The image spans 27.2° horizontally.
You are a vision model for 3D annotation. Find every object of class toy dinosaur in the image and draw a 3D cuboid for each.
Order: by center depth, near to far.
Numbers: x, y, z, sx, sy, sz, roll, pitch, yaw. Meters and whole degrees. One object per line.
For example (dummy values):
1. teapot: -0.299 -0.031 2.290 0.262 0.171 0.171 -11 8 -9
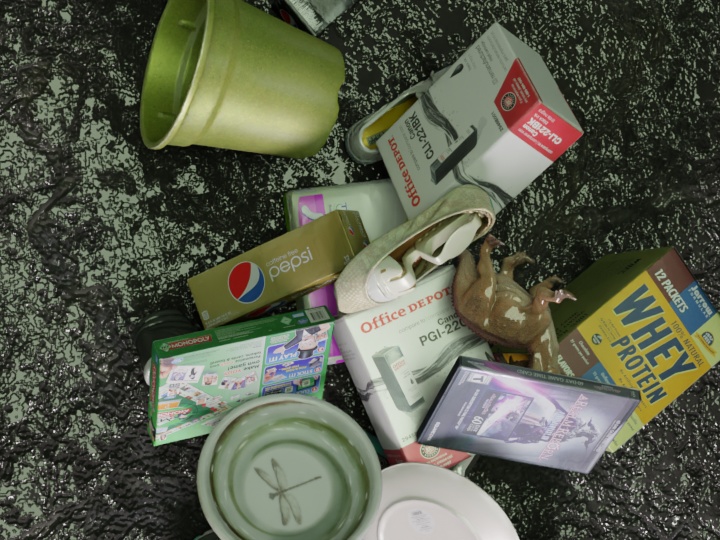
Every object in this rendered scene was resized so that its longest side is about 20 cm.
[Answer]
1. toy dinosaur: 0.148 0.050 1.559 0.199 0.086 0.136 38 100 22

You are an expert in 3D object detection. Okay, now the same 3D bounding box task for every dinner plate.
1. dinner plate: 0.081 0.296 1.594 0.201 0.199 0.024 55 38 -6

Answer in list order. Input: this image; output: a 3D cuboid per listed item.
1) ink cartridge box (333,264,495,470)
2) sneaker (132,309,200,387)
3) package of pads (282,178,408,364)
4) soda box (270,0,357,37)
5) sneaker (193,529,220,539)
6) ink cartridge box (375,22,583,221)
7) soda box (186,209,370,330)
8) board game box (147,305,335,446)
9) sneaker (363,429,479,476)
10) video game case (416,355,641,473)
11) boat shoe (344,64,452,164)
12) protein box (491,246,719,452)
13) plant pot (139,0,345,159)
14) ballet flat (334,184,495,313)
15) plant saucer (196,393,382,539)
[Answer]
1. ink cartridge box: 0.072 0.113 1.636 0.144 0.085 0.202 -24 88 -14
2. sneaker: -0.169 0.097 1.659 0.199 0.100 0.071 20 116 -41
3. package of pads: 0.000 0.000 1.706 0.152 0.068 0.203 -7 90 -14
4. soda box: -0.008 -0.349 1.717 0.200 0.071 0.064 -42 98 -12
5. sneaker: -0.100 0.325 1.655 0.197 0.091 0.079 0 87 -14
6. ink cartridge box: 0.125 -0.144 1.621 0.083 0.145 0.200 26 120 -39
7. soda box: -0.086 0.001 1.632 0.198 0.068 0.065 -25 82 20
8. board game box: -0.130 0.114 1.602 0.198 0.136 0.029 -11 46 -23
9. sneaker: 0.044 0.215 1.704 0.200 0.083 0.121 -45 107 -10
10. video game case: 0.173 0.152 1.548 0.197 0.144 0.019 12 48 -11
11. boat shoe: 0.077 -0.189 1.724 0.200 0.086 0.075 -25 94 -13
12. protein box: 0.284 0.089 1.704 0.198 0.200 0.136 -38 96 -12
13. plant pot: -0.123 -0.209 1.636 0.182 0.200 0.203 14 84 -24
14. ballet flat: 0.055 -0.017 1.547 0.199 0.062 0.068 -40 126 5
15. plant saucer: -0.076 0.230 1.585 0.197 0.050 0.202 4 58 -7
